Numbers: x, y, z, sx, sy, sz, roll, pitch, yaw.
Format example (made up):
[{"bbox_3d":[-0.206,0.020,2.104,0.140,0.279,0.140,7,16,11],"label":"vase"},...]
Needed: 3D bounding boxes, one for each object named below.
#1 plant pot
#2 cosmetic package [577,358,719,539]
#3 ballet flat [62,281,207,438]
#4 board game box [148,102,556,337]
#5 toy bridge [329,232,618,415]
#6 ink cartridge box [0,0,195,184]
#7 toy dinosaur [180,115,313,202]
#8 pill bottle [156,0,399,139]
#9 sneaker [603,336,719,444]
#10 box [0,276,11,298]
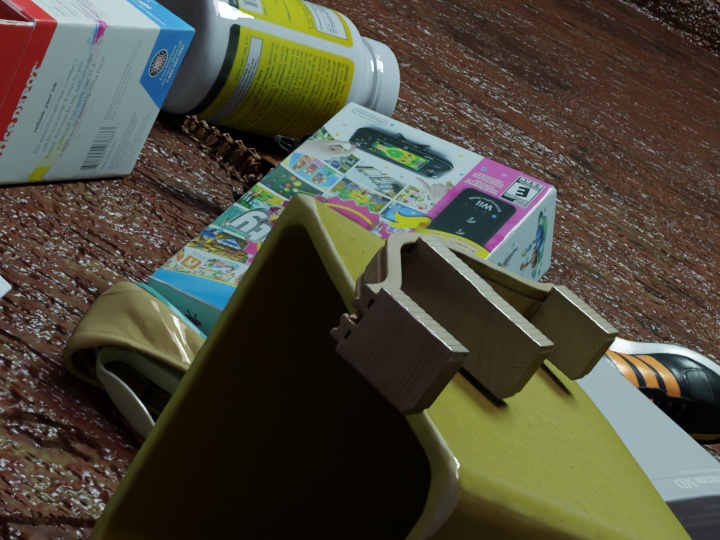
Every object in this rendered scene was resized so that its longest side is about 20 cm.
[{"bbox_3d":[0.031,0.125,0.632,0.199,0.195,0.196,22,21,-30],"label":"plant pot"},{"bbox_3d":[0.113,0.101,0.917,0.106,0.091,0.200,1,30,-46],"label":"cosmetic package"},{"bbox_3d":[-0.066,0.081,0.799,0.199,0.069,0.063,32,49,17],"label":"ballet flat"},{"bbox_3d":[0.000,0.000,0.894,0.147,0.065,0.200,24,46,24],"label":"board game box"},{"bbox_3d":[0.037,0.015,0.571,0.067,0.027,0.200,42,15,18],"label":"toy bridge"},{"bbox_3d":[-0.205,-0.119,0.987,0.067,0.117,0.199,37,22,22],"label":"ink cartridge box"},{"bbox_3d":[-0.036,-0.035,1.074,0.198,0.103,0.136,14,-3,2],"label":"toy dinosaur"},{"bbox_3d":[-0.069,-0.163,1.264,0.199,0.113,0.113,11,26,-39],"label":"pill bottle"},{"bbox_3d":[0.171,0.087,1.068,0.198,0.070,0.090,24,36,-10],"label":"sneaker"},{"bbox_3d":[-0.241,0.014,0.687,0.122,0.048,0.200,45,20,-7],"label":"box"}]
